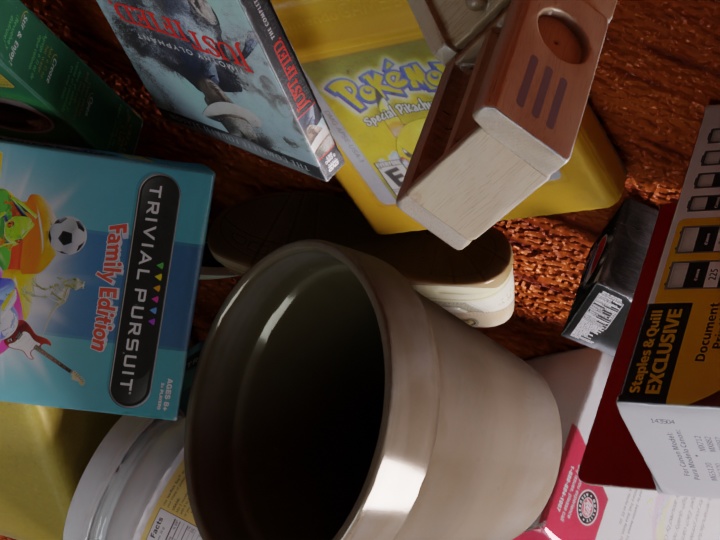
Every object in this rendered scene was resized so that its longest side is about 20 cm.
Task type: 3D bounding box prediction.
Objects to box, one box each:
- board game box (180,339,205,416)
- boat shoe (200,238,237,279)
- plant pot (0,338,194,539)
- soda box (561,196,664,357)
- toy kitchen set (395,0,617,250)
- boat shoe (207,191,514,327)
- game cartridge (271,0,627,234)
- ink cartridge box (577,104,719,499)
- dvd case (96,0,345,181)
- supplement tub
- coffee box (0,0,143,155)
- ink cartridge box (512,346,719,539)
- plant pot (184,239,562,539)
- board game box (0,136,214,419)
[{"bbox_3d":[-0.026,0.109,1.271,0.151,0.047,0.200,-31,120,26],"label":"board game box"},{"bbox_3d":[-0.158,-0.030,1.156,0.198,0.067,0.074,5,177,-34],"label":"boat shoe"},{"bbox_3d":[-0.249,0.045,1.241,0.194,0.195,0.201,12,140,17],"label":"plant pot"},{"bbox_3d":[0.225,0.038,1.039,0.199,0.071,0.063,25,148,-1],"label":"soda box"},{"bbox_3d":[0.033,-0.163,0.766,0.200,0.181,0.163,34,136,-14],"label":"toy kitchen set"},{"bbox_3d":[0.000,0.000,1.128,0.199,0.072,0.065,7,142,15],"label":"boat shoe"},{"bbox_3d":[0.031,-0.102,1.000,0.176,0.033,0.200,-6,137,37],"label":"game cartridge"},{"bbox_3d":[0.203,0.013,0.901,0.175,0.201,0.084,0,140,29],"label":"ink cartridge box"},{"bbox_3d":[-0.096,-0.142,0.994,0.146,0.022,0.200,23,153,37],"label":"dvd case"},{"bbox_3d":[-0.080,0.182,1.176,0.199,0.146,0.146,24,148,16],"label":"supplement tub"},{"bbox_3d":[-0.226,-0.118,1.070,0.122,0.044,0.200,7,163,23],"label":"coffee box"},{"bbox_3d":[0.170,0.168,1.184,0.085,0.148,0.200,-15,130,44],"label":"ink cartridge box"},{"bbox_3d":[0.018,0.097,1.062,0.173,0.201,0.200,15,156,-37],"label":"plant pot"},{"bbox_3d":[-0.197,0.000,1.055,0.199,0.152,0.047,7,-173,-15],"label":"board game box"}]
